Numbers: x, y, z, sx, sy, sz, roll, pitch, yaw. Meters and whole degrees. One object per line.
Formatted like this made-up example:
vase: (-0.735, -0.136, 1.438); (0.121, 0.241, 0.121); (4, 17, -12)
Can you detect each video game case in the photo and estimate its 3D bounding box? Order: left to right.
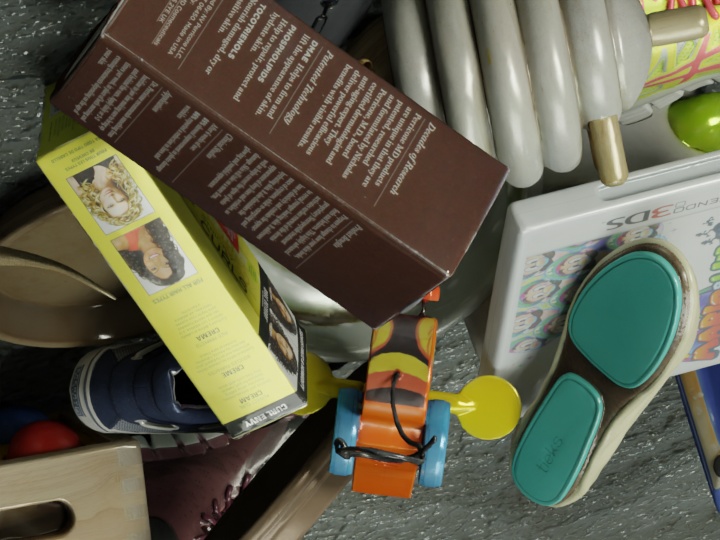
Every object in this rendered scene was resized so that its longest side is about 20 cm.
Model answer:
video game case: (0.157, 0.006, 1.529); (0.181, 0.024, 0.200); (-15, 149, -13)

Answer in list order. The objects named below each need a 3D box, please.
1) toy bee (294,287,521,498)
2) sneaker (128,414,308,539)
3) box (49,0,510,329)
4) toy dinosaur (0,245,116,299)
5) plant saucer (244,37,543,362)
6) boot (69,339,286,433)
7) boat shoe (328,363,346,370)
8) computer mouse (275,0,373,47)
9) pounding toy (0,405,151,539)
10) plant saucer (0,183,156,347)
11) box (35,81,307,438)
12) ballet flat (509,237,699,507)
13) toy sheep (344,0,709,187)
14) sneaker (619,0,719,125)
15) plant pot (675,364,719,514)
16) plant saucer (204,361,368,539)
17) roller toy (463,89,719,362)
toy bee: (0.027, 0.062, 1.517); (0.130, 0.109, 0.200); (12, 169, -20)
sneaker: (-0.091, 0.161, 1.901); (0.199, 0.116, 0.076); (-13, 156, -11)
box: (-0.039, -0.065, 1.341); (0.200, 0.075, 0.100); (37, 155, -8)
toy dinosaur: (-0.238, -0.008, 1.503); (0.199, 0.059, 0.101); (-6, 167, 22)
plant saucer: (0.000, -0.046, 1.536); (0.199, 0.050, 0.201); (-9, 124, -14)
boot: (-0.073, 0.067, 1.706); (0.090, 0.073, 0.199); (-3, -175, 44)
boat shoe: (-0.002, 0.001, 1.657); (0.073, 0.068, 0.199); (-21, 161, -30)
computer mouse: (-0.044, -0.138, 1.367); (0.140, 0.046, 0.200); (4, 148, -41)
pounding toy: (-0.241, 0.139, 1.707); (0.199, 0.143, 0.184); (-9, -172, -20)
plant saucer: (-0.131, -0.014, 1.600); (0.199, 0.030, 0.200); (-15, 157, -6)
box: (-0.095, -0.011, 1.454); (0.050, 0.075, 0.200); (-25, 120, 14)
ballet flat: (0.138, 0.047, 1.506); (0.069, 0.070, 0.200); (-3, 141, -31)
toy sheep: (0.078, -0.103, 1.423); (0.199, 0.139, 0.138); (-12, 157, -1)
sneaker: (0.176, -0.138, 1.484); (0.199, 0.079, 0.090); (-29, 152, 25)
plant pot: (0.326, 0.069, 1.903); (0.179, 0.201, 0.200); (15, 141, -42)
plant saucer: (-0.043, 0.134, 1.704); (0.200, 0.029, 0.200); (-49, -176, 5)
roller toy: (0.140, -0.015, 1.649); (0.181, 0.140, 0.200); (-10, 156, -15)
